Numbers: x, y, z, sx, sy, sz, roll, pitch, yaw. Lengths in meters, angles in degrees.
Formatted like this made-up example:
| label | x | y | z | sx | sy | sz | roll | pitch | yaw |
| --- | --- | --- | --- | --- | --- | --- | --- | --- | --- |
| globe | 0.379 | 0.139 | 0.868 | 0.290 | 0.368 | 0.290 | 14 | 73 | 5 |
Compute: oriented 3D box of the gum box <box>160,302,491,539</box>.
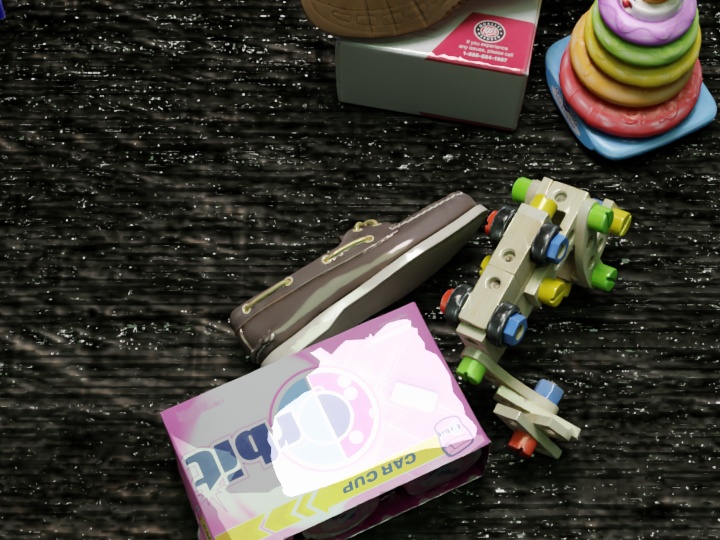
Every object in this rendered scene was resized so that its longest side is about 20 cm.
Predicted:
| label | x | y | z | sx | sy | sz | roll | pitch | yaw |
| --- | --- | --- | --- | --- | --- | --- | --- | --- | --- |
| gum box | -0.028 | 0.118 | 0.957 | 0.199 | 0.066 | 0.114 | -23 | 65 | -11 |

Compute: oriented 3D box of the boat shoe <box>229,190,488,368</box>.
| label | x | y | z | sx | sy | sz | roll | pitch | yaw |
| --- | --- | --- | --- | --- | --- | --- | --- | --- | --- |
| boat shoe | 0.000 | 0.000 | 1.015 | 0.200 | 0.072 | 0.060 | -37 | 72 | -10 |

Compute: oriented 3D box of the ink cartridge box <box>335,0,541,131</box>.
| label | x | y | z | sx | sy | sz | roll | pitch | yaw |
| --- | --- | --- | --- | --- | --- | --- | --- | --- | --- |
| ink cartridge box | 0.070 | -0.224 | 1.116 | 0.144 | 0.084 | 0.201 | 10 | 64 | 6 |

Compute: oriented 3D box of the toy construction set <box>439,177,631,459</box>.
| label | x | y | z | sx | sy | sz | roll | pitch | yaw |
| --- | --- | --- | --- | --- | --- | --- | --- | --- | --- |
| toy construction set | 0.118 | 0.023 | 0.980 | 0.092 | 0.131 | 0.201 | 8 | 68 | 23 |

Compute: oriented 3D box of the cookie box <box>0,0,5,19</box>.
| label | x | y | z | sx | sy | sz | roll | pitch | yaw |
| --- | --- | --- | --- | --- | --- | --- | --- | --- | --- |
| cookie box | -0.348 | -0.312 | 1.114 | 0.075 | 0.171 | 0.201 | -18 | 65 | -11 |

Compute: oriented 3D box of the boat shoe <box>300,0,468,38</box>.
| label | x | y | z | sx | sy | sz | roll | pitch | yaw |
| --- | --- | --- | --- | --- | --- | --- | --- | --- | --- |
| boat shoe | 0.052 | -0.222 | 1.038 | 0.199 | 0.072 | 0.065 | -15 | 30 | 2 |

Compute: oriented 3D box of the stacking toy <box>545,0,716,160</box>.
| label | x | y | z | sx | sy | sz | roll | pitch | yaw |
| --- | --- | --- | --- | --- | --- | --- | --- | --- | --- |
| stacking toy | 0.204 | -0.179 | 1.028 | 0.109 | 0.200 | 0.117 | -22 | 66 | -10 |
